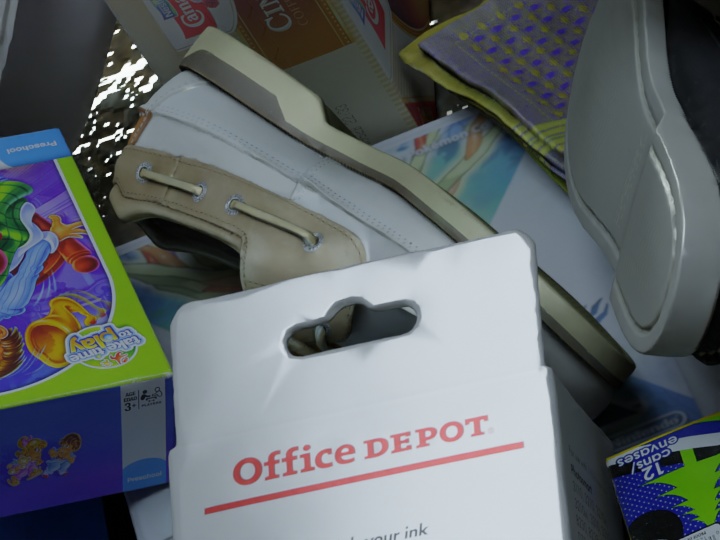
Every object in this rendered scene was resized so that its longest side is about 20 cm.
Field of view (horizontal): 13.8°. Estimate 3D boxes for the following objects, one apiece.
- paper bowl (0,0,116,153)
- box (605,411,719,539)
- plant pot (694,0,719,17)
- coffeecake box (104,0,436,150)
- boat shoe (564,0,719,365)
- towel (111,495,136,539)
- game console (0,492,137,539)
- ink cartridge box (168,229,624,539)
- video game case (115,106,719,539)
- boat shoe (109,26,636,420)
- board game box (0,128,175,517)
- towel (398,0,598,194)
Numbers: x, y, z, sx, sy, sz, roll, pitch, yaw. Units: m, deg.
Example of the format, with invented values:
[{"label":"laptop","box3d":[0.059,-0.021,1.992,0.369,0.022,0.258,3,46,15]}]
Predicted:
[{"label":"paper bowl","box3d":[-0.145,-0.105,1.067,0.104,0.201,0.201,12,45,-14]},{"label":"box","box3d":[0.173,0.053,0.802,0.200,0.070,0.064,-24,41,9]},{"label":"plant pot","box3d":[0.130,-0.198,0.879,0.173,0.200,0.200,-40,38,24]},{"label":"coffeecake box","box3d":[-0.037,-0.143,1.046,0.073,0.154,0.200,-18,44,16]},{"label":"boat shoe","box3d":[0.102,-0.034,0.866,0.060,0.074,0.200,10,24,-10]},{"label":"towel","box3d":[-0.077,0.085,0.960,0.200,0.018,0.086,14,55,39]},{"label":"game console","box3d":[-0.158,0.107,0.890,0.118,0.171,0.200,-46,35,23]},{"label":"ink cartridge box","box3d":[0.014,0.101,0.811,0.115,0.068,0.200,-12,64,17]},{"label":"video game case","box3d":[0.016,0.025,0.939,0.200,0.022,0.182,-22,43,0]},{"label":"boat shoe","box3d":[0.000,0.000,0.911,0.068,0.075,0.200,-51,49,-3]},{"label":"board game box","box3d":[-0.171,0.027,0.919,0.200,0.045,0.135,-11,40,-17]},{"label":"towel","box3d":[0.127,-0.090,0.980,0.200,0.023,0.144,-32,43,-12]}]
